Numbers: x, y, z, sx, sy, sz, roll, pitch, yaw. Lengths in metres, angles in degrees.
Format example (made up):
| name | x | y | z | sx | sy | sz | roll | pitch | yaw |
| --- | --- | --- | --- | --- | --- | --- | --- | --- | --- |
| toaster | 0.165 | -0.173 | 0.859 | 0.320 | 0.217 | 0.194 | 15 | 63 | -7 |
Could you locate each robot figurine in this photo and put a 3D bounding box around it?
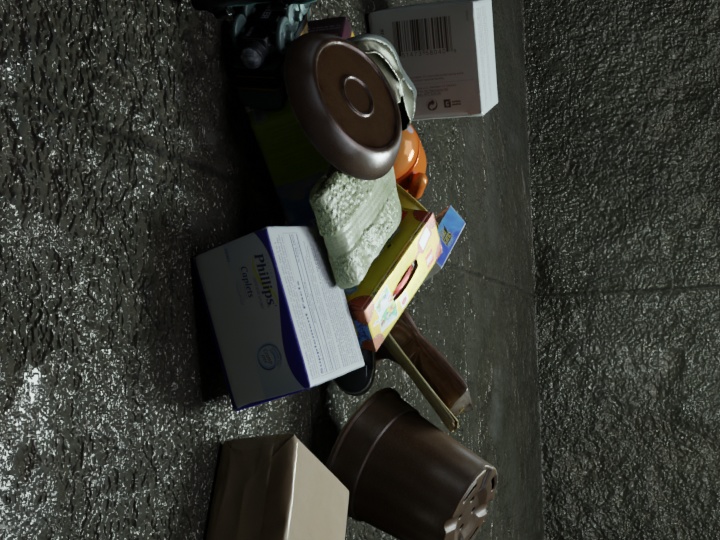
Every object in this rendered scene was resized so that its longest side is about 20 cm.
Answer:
| name | x | y | z | sx | sy | sz | roll | pitch | yaw |
| --- | --- | --- | --- | --- | --- | --- | --- | --- | --- |
| robot figurine | 0.048 | -0.187 | 1.744 | 0.200 | 0.114 | 0.147 | 43 | 38 | -75 |

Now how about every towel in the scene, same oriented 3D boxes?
| name | x | y | z | sx | sy | sz | roll | pitch | yaw |
| --- | --- | --- | --- | --- | --- | --- | --- | --- | --- |
| towel | 0.000 | -0.084 | 1.354 | 0.201 | 0.036 | 0.150 | -54 | 133 | -49 |

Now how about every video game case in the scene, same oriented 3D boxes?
| name | x | y | z | sx | sy | sz | roll | pitch | yaw |
| --- | --- | --- | --- | --- | --- | --- | --- | --- | --- |
| video game case | 0.074 | -0.006 | 1.732 | 0.046 | 0.181 | 0.200 | 46 | 27 | -5 |

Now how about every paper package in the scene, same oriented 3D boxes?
| name | x | y | z | sx | sy | sz | roll | pitch | yaw |
| --- | --- | --- | --- | --- | --- | --- | --- | --- | --- |
| paper package | -0.096 | 0.316 | 1.269 | 0.201 | 0.102 | 0.194 | 57 | 35 | -55 |

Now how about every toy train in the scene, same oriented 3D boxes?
| name | x | y | z | sx | sy | sz | roll | pitch | yaw |
| --- | --- | --- | --- | --- | --- | --- | --- | --- | --- |
| toy train | -0.111 | -0.296 | 1.376 | 0.202 | 0.084 | 0.115 | -73 | 164 | -48 |

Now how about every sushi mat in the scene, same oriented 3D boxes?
| name | x | y | z | sx | sy | sz | roll | pitch | yaw |
| --- | --- | --- | --- | --- | --- | --- | --- | --- | --- |
| sushi mat | 0.076 | 0.149 | 1.549 | 0.201 | 0.012 | 0.096 | 52 | -9 | 17 |

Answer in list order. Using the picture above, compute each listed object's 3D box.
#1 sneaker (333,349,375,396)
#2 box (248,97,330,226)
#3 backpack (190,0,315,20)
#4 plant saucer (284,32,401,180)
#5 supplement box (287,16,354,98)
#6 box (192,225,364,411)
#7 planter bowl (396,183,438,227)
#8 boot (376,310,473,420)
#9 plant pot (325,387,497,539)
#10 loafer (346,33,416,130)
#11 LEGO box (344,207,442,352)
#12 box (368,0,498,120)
| name | x | y | z | sx | sy | sz | roll | pitch | yaw |
| --- | --- | --- | --- | --- | --- | --- | --- | --- | --- |
| sneaker | -0.028 | 0.079 | 1.557 | 0.079 | 0.077 | 0.204 | 43 | 36 | -71 |
| box | -0.060 | -0.136 | 1.417 | 0.048 | 0.120 | 0.202 | -107 | 179 | -51 |
| backpack | -0.124 | -0.406 | 1.201 | 0.154 | 0.172 | 0.203 | 69 | 21 | -50 |
| plant saucer | -0.012 | -0.211 | 1.328 | 0.199 | 0.032 | 0.203 | 28 | 48 | -37 |
| supplement box | -0.056 | -0.245 | 1.513 | 0.111 | 0.084 | 0.203 | 62 | 30 | -50 |
| box | -0.092 | 0.051 | 1.272 | 0.200 | 0.103 | 0.187 | -6 | 79 | -72 |
| planter bowl | 0.018 | -0.092 | 1.644 | 0.084 | 0.199 | 0.200 | -53 | 153 | -5 |
| boot | 0.083 | 0.166 | 1.649 | 0.064 | 0.200 | 0.187 | -34 | 161 | -28 |
| plant pot | 0.078 | 0.305 | 1.542 | 0.200 | 0.196 | 0.203 | -41 | 146 | -36 |
| loafer | 0.030 | -0.258 | 1.488 | 0.199 | 0.074 | 0.071 | 34 | 43 | -55 |
| LEGO box | 0.000 | 0.000 | 1.458 | 0.201 | 0.147 | 0.078 | -53 | 140 | -35 |
| box | 0.137 | -0.382 | 1.941 | 0.171 | 0.195 | 0.204 | -45 | 130 | -66 |
